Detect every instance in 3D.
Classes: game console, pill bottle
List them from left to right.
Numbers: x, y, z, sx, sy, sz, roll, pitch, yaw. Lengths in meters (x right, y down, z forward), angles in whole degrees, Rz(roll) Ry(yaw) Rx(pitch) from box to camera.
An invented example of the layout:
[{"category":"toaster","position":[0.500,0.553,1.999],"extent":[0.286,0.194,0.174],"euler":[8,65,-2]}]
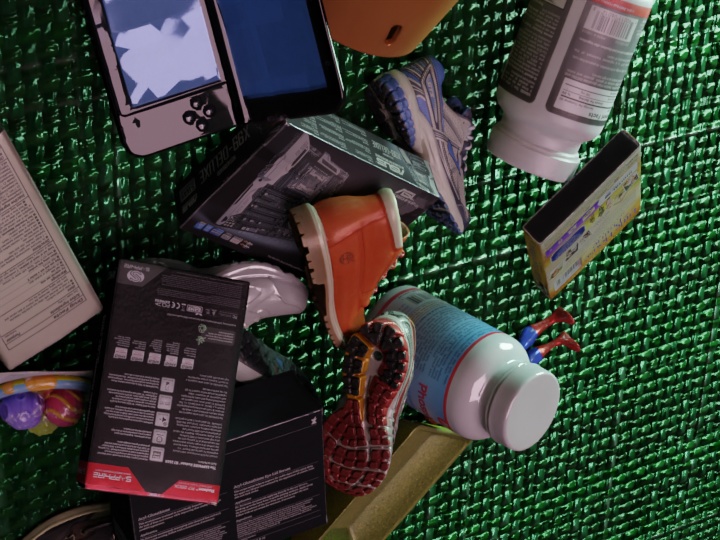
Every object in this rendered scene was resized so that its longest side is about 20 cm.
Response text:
[{"category":"game console","position":[-0.130,-0.208,1.355],"extent":[0.171,0.118,0.203],"euler":[-21,106,-22]},{"category":"pill bottle","position":[0.097,0.100,1.631],"extent":[0.108,0.199,0.110],"euler":[-25,128,-37]},{"category":"pill bottle","position":[0.202,-0.198,1.611],"extent":[0.115,0.116,0.202],"euler":[9,111,-36]}]

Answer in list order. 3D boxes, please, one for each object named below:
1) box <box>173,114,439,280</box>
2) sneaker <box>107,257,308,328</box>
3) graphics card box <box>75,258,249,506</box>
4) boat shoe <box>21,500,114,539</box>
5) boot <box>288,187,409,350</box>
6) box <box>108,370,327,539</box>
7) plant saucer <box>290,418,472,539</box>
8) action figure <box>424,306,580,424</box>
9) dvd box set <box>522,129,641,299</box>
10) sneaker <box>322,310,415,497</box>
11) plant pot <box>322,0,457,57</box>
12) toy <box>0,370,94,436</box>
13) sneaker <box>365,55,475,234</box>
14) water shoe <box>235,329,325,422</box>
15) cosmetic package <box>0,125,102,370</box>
[{"category":"box","position":[-0.049,-0.071,1.519],"extent":[0.199,0.050,0.157],"euler":[24,128,-39]},{"category":"sneaker","position":[-0.140,0.044,1.525],"extent":[0.198,0.078,0.101],"euler":[1,77,-25]},{"category":"graphics card box","position":[-0.174,0.098,1.440],"extent":[0.124,0.051,0.203],"euler":[9,85,-18]},{"category":"boat shoe","position":[-0.254,0.270,1.604],"extent":[0.198,0.065,0.074],"euler":[-25,128,-18]},{"category":"boot","position":[0.000,0.000,1.528],"extent":[0.106,0.076,0.201],"euler":[-21,146,-9]},{"category":"box","position":[-0.136,0.197,1.549],"extent":[0.198,0.079,0.143],"euler":[-16,127,-23]},{"category":"plant saucer","position":[0.014,0.227,1.719],"extent":[0.200,0.048,0.199],"euler":[-50,159,7]},{"category":"action figure","position":[0.165,0.125,1.780],"extent":[0.198,0.099,0.066],"euler":[-29,127,-13]},{"category":"dvd box set","position":[0.234,-0.055,1.700],"extent":[0.146,0.029,0.200],"euler":[-44,161,-4]},{"category":"sneaker","position":[0.015,0.131,1.582],"extent":[0.082,0.077,0.202],"euler":[-43,154,-63]},{"category":"plant pot","position":[0.016,-0.281,1.408],"extent":[0.198,0.201,0.141],"euler":[6,128,-35]},{"category":"toy","position":[-0.273,0.122,1.479],"extent":[0.198,0.115,0.048],"euler":[-4,74,-34]},{"category":"sneaker","position":[0.082,-0.123,1.602],"extent":[0.085,0.077,0.201],"euler":[-37,130,-16]},{"category":"water shoe","position":[-0.107,0.121,1.631],"extent":[0.078,0.072,0.200],"euler":[-27,134,18]},{"category":"cosmetic package","position":[-0.314,-0.030,1.385],"extent":[0.103,0.087,0.201],"euler":[-33,127,-15]}]
